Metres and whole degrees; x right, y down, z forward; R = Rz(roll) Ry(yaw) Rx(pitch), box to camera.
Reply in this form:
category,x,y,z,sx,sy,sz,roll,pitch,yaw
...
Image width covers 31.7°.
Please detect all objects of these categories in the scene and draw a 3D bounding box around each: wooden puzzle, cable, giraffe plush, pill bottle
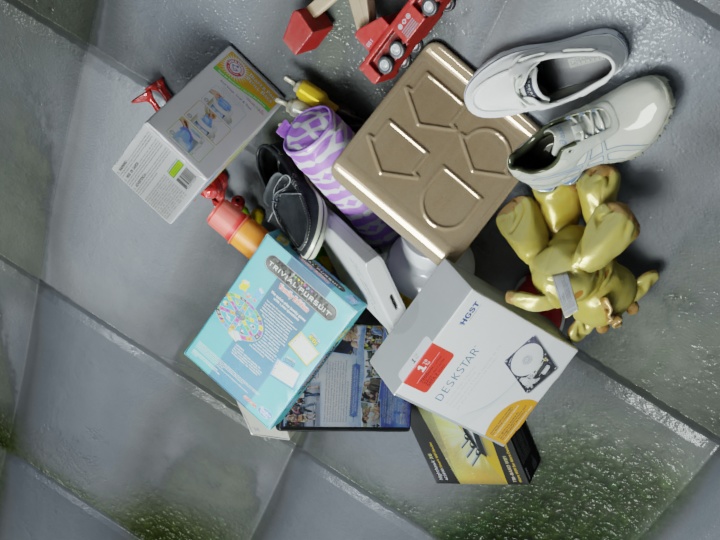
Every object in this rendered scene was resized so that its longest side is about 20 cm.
category,x,y,z,sx,sy,sz,roll,pitch,yaw
wooden puzzle,0.092,-0.135,1.494,0.185,0.201,0.046,39,180,-2
cable,-0.012,-0.174,1.578,0.198,0.050,0.098,22,129,15
giraffe plush,0.268,-0.004,1.489,0.171,0.203,0.162,-14,148,32
pill bottle,0.087,0.016,1.603,0.111,0.113,0.201,21,145,15

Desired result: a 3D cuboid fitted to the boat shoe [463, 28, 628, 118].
category,x,y,z,sx,sy,sz,roll,pitch,yaw
boat shoe,0.196,-0.212,1.398,0.198,0.065,0.074,-20,108,32

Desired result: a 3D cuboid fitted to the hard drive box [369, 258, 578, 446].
category,x,y,z,sx,sy,sz,roll,pitch,yaw
hard drive box,0.136,0.101,1.511,0.199,0.077,0.157,27,104,-36

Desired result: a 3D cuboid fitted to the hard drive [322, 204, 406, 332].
category,x,y,z,sx,sy,sz,roll,pitch,yaw
hard drive,0.000,0.000,1.578,0.200,0.027,0.133,44,163,57

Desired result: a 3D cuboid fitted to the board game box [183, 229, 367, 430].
category,x,y,z,sx,sy,sz,roll,pitch,yaw
board game box,-0.109,0.075,1.609,0.151,0.047,0.201,40,108,8

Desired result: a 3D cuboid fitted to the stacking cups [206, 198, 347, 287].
category,x,y,z,sx,sy,sz,roll,pitch,yaw
stacking cups,-0.109,-0.020,1.646,0.199,0.061,0.061,41,135,-4

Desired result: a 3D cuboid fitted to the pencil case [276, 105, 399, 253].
category,x,y,z,sx,sy,sz,roll,pitch,yaw
pencil case,-0.014,-0.116,1.577,0.085,0.084,0.200,16,153,50

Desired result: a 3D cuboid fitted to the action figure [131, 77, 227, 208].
category,x,y,z,sx,sy,sz,roll,pitch,yaw
action figure,-0.253,-0.151,1.734,0.098,0.065,0.201,-24,109,32

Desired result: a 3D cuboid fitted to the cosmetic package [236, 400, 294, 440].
category,x,y,z,sx,sy,sz,roll,pitch,yaw
cosmetic package,-0.089,0.129,1.760,0.072,0.200,0.104,3,127,33

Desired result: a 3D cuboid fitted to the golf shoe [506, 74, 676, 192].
category,x,y,z,sx,sy,sz,roll,pitch,yaw
golf shoe,0.249,-0.147,1.387,0.199,0.097,0.079,-33,72,30

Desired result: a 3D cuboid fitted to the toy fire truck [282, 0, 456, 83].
category,x,y,z,sx,sy,sz,roll,pitch,yaw
toy fire truck,0.010,-0.296,1.459,0.141,0.049,0.200,48,127,10

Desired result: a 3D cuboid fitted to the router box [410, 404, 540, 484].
category,x,y,z,sx,sy,sz,roll,pitch,yaw
router box,0.147,0.210,1.788,0.156,0.052,0.202,-6,121,35

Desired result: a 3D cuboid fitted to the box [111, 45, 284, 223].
category,x,y,z,sx,sy,sz,roll,pitch,yaw
box,-0.200,-0.172,1.589,0.101,0.200,0.112,43,137,-6

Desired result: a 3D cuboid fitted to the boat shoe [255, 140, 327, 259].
category,x,y,z,sx,sy,sz,roll,pitch,yaw
boat shoe,-0.090,-0.091,1.598,0.062,0.201,0.075,8,132,-28

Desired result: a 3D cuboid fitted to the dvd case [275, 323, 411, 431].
category,x,y,z,sx,sy,sz,roll,pitch,yaw
dvd case,-0.018,0.143,1.702,0.017,0.197,0.145,2,88,63

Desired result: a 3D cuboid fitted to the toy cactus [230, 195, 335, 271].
category,x,y,z,sx,sy,sz,roll,pitch,yaw
toy cactus,-0.106,-0.015,1.752,0.199,0.103,0.165,33,154,1

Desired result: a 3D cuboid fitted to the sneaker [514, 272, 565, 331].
category,x,y,z,sx,sy,sz,roll,pitch,yaw
sneaker,0.206,0.107,1.625,0.077,0.116,0.202,18,134,16
